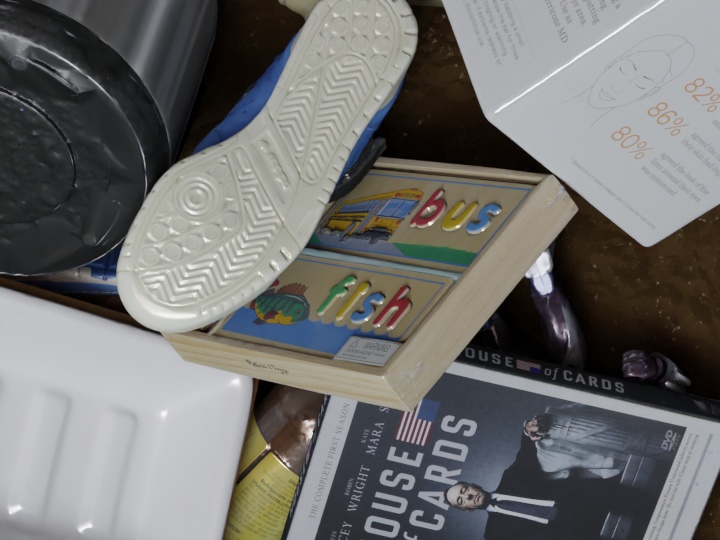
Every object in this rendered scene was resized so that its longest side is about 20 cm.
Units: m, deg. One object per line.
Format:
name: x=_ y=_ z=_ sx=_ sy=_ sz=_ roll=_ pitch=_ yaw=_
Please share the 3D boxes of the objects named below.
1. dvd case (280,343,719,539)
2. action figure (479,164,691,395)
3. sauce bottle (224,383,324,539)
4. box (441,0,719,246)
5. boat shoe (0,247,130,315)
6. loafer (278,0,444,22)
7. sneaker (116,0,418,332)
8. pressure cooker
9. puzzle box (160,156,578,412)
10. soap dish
dvd case: x=0.072 y=0.110 z=1.278 sx=0.200 sy=0.025 sz=0.151 roll=13 pitch=120 yaw=-7
action figure: x=0.094 y=0.051 z=1.293 sx=0.130 sy=0.069 sz=0.200 roll=-26 pitch=102 yaw=8
sauce bottle: x=-0.037 y=0.098 z=1.344 sx=0.065 sy=0.065 sz=0.200 roll=46 pitch=111 yaw=0
box: x=0.162 y=-0.128 z=1.169 sx=0.200 sy=0.152 sz=0.106 roll=-33 pitch=50 yaw=20
boat shoe: x=-0.159 y=0.010 z=1.358 sx=0.200 sy=0.072 sz=0.072 roll=1 pitch=124 yaw=9
loafer: x=0.053 y=-0.153 z=1.248 sx=0.200 sy=0.076 sz=0.068 roll=-17 pitch=93 yaw=18
sneaker: x=-0.047 y=-0.043 z=1.221 sx=0.077 sy=0.111 sz=0.200 roll=33 pitch=73 yaw=2
pressure cooker: x=-0.158 y=-0.120 z=1.257 sx=0.176 sy=0.200 sz=0.179 roll=21 pitch=134 yaw=-8
puzzle box: x=0.000 y=0.000 z=1.223 sx=0.200 sy=0.133 sz=0.025 roll=8 pitch=142 yaw=54
soap dish: x=-0.161 y=0.094 z=1.289 sx=0.200 sy=0.081 sz=0.158 roll=18 pitch=76 yaw=-25
